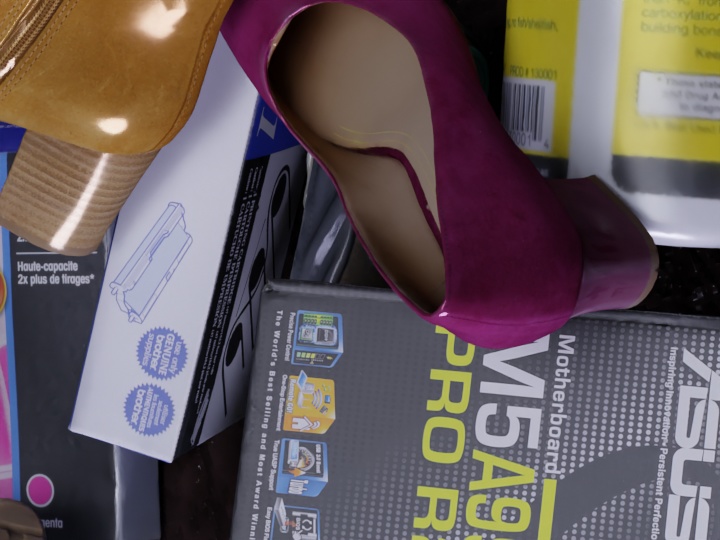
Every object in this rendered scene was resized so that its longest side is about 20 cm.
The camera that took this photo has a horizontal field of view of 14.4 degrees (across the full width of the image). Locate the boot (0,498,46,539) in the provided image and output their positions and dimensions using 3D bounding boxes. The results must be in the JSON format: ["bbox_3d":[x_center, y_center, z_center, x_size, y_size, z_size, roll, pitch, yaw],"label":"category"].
[{"bbox_3d":[-0.172,0.193,1.062,0.166,0.072,0.200,-39,37,48],"label":"boot"}]

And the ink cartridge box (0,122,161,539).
[{"bbox_3d":[-0.127,0.007,1.104,0.094,0.037,0.201,-1,91,28],"label":"ink cartridge box"}]

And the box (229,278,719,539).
[{"bbox_3d":[0.037,0.109,0.905,0.160,0.044,0.201,6,83,15],"label":"box"}]

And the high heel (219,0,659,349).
[{"bbox_3d":[-0.001,-0.048,0.885,0.200,0.096,0.068,37,117,33],"label":"high heel"}]

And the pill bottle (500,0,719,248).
[{"bbox_3d":[0.106,-0.111,0.929,0.114,0.114,0.201,6,96,27],"label":"pill bottle"}]

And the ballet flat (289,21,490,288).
[{"bbox_3d":[0.000,0.000,1.024,0.073,0.073,0.201,19,108,25],"label":"ballet flat"}]

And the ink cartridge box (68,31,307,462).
[{"bbox_3d":[-0.049,-0.039,1.022,0.044,0.094,0.201,16,101,12],"label":"ink cartridge box"}]

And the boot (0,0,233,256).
[{"bbox_3d":[-0.141,-0.105,0.948,0.201,0.071,0.144,27,120,1],"label":"boot"}]
